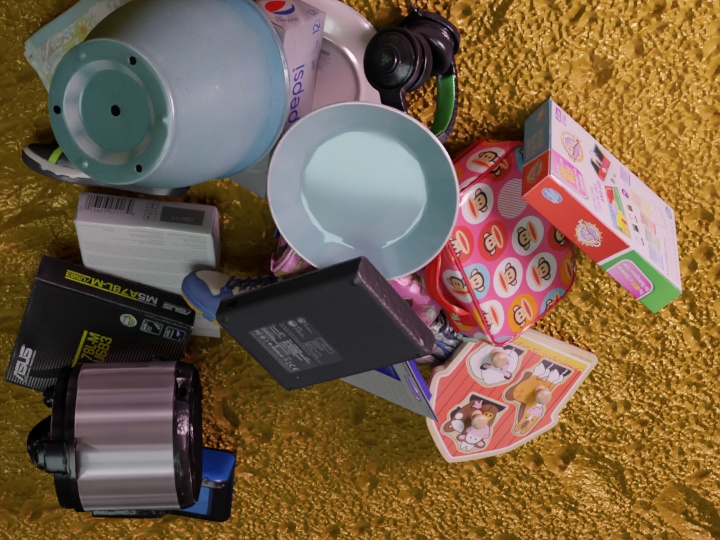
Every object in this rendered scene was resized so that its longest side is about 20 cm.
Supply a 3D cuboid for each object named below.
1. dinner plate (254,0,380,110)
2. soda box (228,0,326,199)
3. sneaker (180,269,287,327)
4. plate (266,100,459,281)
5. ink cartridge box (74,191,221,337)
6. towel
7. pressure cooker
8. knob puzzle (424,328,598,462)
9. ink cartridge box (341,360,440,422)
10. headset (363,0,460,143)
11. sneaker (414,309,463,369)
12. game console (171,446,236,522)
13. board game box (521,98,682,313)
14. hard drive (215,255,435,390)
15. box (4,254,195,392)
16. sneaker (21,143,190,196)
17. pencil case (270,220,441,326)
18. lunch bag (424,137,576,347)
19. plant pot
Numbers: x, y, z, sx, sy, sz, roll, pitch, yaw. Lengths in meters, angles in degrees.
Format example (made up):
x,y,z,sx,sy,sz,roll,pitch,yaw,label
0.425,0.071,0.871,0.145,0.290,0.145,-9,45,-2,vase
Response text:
x,y,z,sx,sy,sz,roll,pitch,yaw,label
-0.062,-0.200,1.625,0.197,0.024,0.202,3,125,4,dinner plate
-0.092,-0.179,1.575,0.063,0.068,0.202,30,131,25,soda box
-0.102,0.027,1.716,0.198,0.076,0.089,19,124,0,sneaker
0.003,-0.081,1.545,0.197,0.026,0.203,5,119,8,plate
-0.243,-0.005,1.787,0.160,0.058,0.201,6,146,3,ink cartridge box
-0.242,-0.210,1.591,0.199,0.048,0.173,-27,94,28,towel
-0.285,0.191,1.770,0.197,0.181,0.177,-1,147,-1,pressure cooker
0.161,0.156,1.790,0.217,0.031,0.222,-10,128,-13,knob puzzle
0.021,0.106,1.749,0.037,0.199,0.095,-40,122,-19,ink cartridge box
0.041,-0.222,1.547,0.093,0.123,0.202,0,113,32,headset
0.097,0.071,1.775,0.085,0.078,0.200,-35,124,20,sneaker
-0.263,0.278,1.941,0.197,0.171,0.120,9,100,1,game console
0.252,-0.069,1.597,0.199,0.154,0.040,39,122,-19,board game box
-0.038,0.061,1.627,0.198,0.033,0.140,-16,131,35,hard drive
-0.313,0.086,1.825,0.191,0.048,0.201,17,134,-14,box
-0.273,-0.135,1.687,0.197,0.072,0.084,9,97,3,sneaker
0.000,0.000,1.653,0.198,0.084,0.086,23,166,-22,pencil case
0.135,-0.022,1.631,0.081,0.176,0.202,15,136,49,lunch bag
-0.194,-0.165,1.451,0.197,0.188,0.203,7,109,21,plant pot
